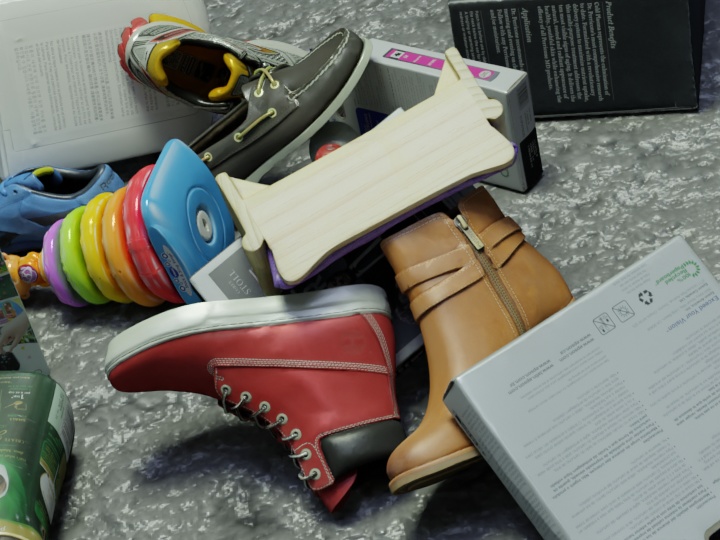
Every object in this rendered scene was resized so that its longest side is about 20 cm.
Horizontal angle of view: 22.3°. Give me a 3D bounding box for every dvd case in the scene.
[{"bbox_3d":[0.000,0.000,1.293,0.200,0.025,0.150,-39,72,-8],"label":"dvd case"}]

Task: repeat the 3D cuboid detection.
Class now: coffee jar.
[{"bbox_3d":[-0.250,0.161,1.216,0.103,0.086,0.201,-4,38,2],"label":"coffee jar"}]

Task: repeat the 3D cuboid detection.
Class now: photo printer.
[{"bbox_3d":[-0.220,-0.173,1.547,0.198,0.168,0.069,-14,23,-18],"label":"photo printer"}]

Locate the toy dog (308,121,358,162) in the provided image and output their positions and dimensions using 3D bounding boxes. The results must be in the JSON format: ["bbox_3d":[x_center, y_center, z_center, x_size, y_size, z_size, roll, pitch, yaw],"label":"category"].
[{"bbox_3d":[-0.016,-0.041,1.412,0.131,0.097,0.200,3,26,25],"label":"toy dog"}]

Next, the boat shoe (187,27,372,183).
[{"bbox_3d":[-0.075,-0.123,1.457,0.201,0.060,0.072,-44,22,16],"label":"boat shoe"}]

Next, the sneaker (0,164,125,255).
[{"bbox_3d":[-0.285,-0.055,1.508,0.198,0.079,0.066,-5,40,15],"label":"sneaker"}]

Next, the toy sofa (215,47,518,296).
[{"bbox_3d":[0.009,-0.055,1.253,0.199,0.083,0.098,-30,67,-5],"label":"toy sofa"}]

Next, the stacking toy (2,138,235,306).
[{"bbox_3d":[-0.206,-0.013,1.424,0.198,0.117,0.110,-13,33,21],"label":"stacking toy"}]

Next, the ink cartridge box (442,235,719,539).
[{"bbox_3d":[0.186,0.105,1.145,0.199,0.041,0.201,-29,72,-23],"label":"ink cartridge box"}]

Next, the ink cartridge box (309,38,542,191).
[{"bbox_3d":[0.052,-0.130,1.475,0.199,0.095,0.037,16,46,33],"label":"ink cartridge box"}]

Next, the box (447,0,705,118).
[{"bbox_3d":[0.188,-0.233,1.540,0.195,0.125,0.201,-1,39,14],"label":"box"}]

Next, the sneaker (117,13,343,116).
[{"bbox_3d":[-0.100,-0.153,1.517,0.198,0.079,0.082,9,15,-25],"label":"sneaker"}]

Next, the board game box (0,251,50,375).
[{"bbox_3d":[-0.329,0.021,1.324,0.147,0.201,0.064,-28,38,-17],"label":"board game box"}]

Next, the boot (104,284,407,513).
[{"bbox_3d":[-0.069,0.095,1.220,0.198,0.072,0.146,-8,71,1],"label":"boot"}]

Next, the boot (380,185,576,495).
[{"bbox_3d":[0.057,0.045,1.207,0.199,0.155,0.074,-32,-2,-37],"label":"boot"}]

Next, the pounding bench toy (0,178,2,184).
[{"bbox_3d":[-0.399,-0.131,1.574,0.124,0.157,0.200,24,52,39],"label":"pounding bench toy"}]
